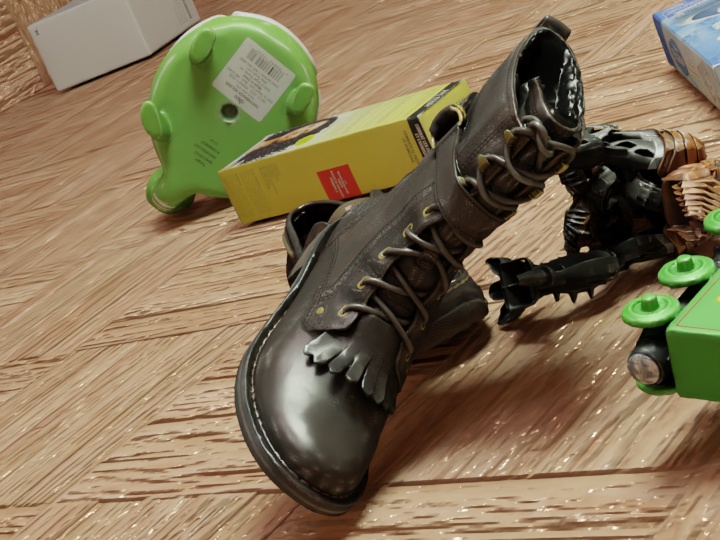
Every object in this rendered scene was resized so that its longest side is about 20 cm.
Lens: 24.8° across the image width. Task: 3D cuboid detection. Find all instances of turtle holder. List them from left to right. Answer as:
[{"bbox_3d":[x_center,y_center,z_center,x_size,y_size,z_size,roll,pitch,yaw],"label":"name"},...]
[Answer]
[{"bbox_3d":[-0.106,-0.125,1.369,0.140,0.187,0.132,9,19,0],"label":"turtle holder"}]

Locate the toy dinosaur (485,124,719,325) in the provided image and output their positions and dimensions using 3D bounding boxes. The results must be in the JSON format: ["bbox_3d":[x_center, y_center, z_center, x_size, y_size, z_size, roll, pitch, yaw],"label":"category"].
[{"bbox_3d":[0.127,-0.041,0.797,0.134,0.103,0.200,-10,-11,-7],"label":"toy dinosaur"}]

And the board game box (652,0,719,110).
[{"bbox_3d":[0.299,-0.169,1.031,0.199,0.044,0.199,-23,17,6],"label":"board game box"}]

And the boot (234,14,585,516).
[{"bbox_3d":[0.028,-0.010,0.699,0.174,0.069,0.201,-44,22,37],"label":"boot"}]

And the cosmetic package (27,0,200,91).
[{"bbox_3d":[-0.406,-0.408,2.713,0.198,0.124,0.200,-16,16,27],"label":"cosmetic package"}]

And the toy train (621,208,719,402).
[{"bbox_3d":[0.168,-0.011,0.647,0.056,0.042,0.200,4,32,40],"label":"toy train"}]

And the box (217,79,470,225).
[{"bbox_3d":[-0.008,-0.086,1.215,0.199,0.050,0.075,-12,20,38],"label":"box"}]

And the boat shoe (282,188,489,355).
[{"bbox_3d":[0.000,0.000,0.879,0.074,0.074,0.200,-30,16,-19],"label":"boat shoe"}]
